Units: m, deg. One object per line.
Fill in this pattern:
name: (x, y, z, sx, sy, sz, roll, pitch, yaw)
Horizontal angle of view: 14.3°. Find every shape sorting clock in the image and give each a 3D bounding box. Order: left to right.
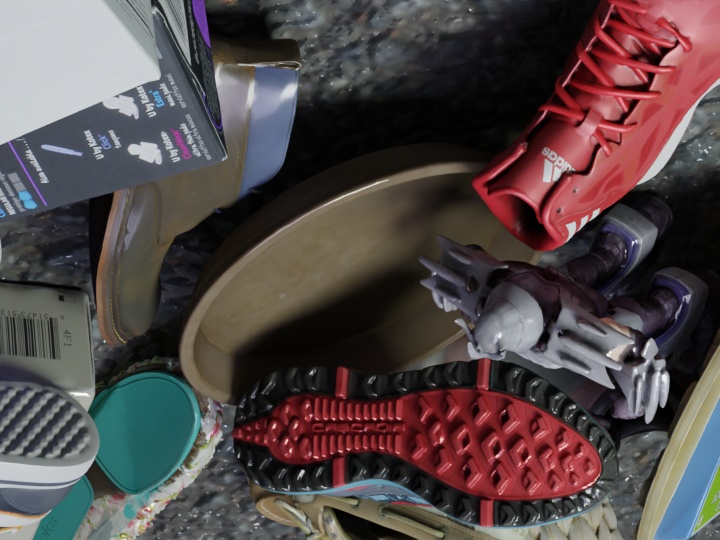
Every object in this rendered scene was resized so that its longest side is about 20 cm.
shape sorting clock: (0.192, 0.059, 1.459, 0.039, 0.200, 0.200, 25, 147, 19)

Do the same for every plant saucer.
plant saucer: (0.000, 0.000, 1.399, 0.199, 0.030, 0.200, -21, 153, -11)

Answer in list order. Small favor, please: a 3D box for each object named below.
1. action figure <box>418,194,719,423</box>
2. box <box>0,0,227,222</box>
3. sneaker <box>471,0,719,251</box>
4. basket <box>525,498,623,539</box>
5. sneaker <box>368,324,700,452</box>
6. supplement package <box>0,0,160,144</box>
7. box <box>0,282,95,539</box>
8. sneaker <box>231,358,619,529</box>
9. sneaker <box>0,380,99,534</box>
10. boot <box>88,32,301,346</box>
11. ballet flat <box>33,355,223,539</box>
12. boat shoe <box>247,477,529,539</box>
action figure: (0.105, 0.021, 1.365, 0.200, 0.130, 0.070, -13, 138, -56)
box: (-0.169, -0.094, 1.198, 0.199, 0.123, 0.106, -16, 143, 6)
sneaker: (0.117, -0.077, 1.281, 0.078, 0.116, 0.200, 32, 141, 13)
basket: (0.074, 0.216, 1.651, 0.123, 0.136, 0.200, -1, 142, -18)
sneaker: (0.086, 0.069, 1.501, 0.199, 0.082, 0.077, -8, 143, -3)
supplement package: (-0.196, -0.149, 1.059, 0.190, 0.201, 0.147, -21, 142, 15)
box: (-0.199, 0.092, 1.477, 0.082, 0.069, 0.200, 5, 140, -18)
sneaker: (0.042, 0.081, 1.410, 0.199, 0.080, 0.095, 7, 178, 27)
sneaker: (-0.227, 0.088, 1.347, 0.199, 0.079, 0.080, 14, 131, -28)
boot: (-0.079, -0.035, 1.337, 0.096, 0.075, 0.201, -2, 140, -6)
ballet flat: (-0.121, 0.101, 1.523, 0.064, 0.076, 0.200, -18, 162, -46)
boat shoe: (0.009, 0.127, 1.519, 0.073, 0.063, 0.199, 29, 158, -37)
